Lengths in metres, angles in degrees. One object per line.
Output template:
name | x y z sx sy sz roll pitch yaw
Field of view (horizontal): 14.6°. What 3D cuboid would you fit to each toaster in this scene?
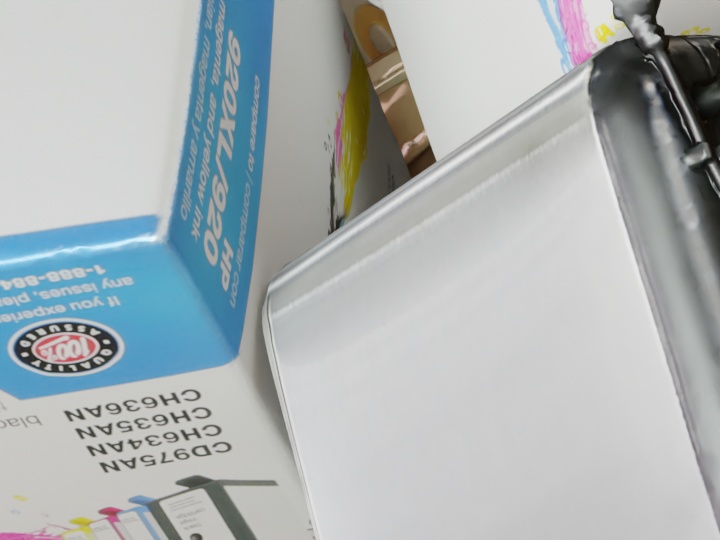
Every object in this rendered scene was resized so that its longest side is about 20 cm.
toaster | 0.090 0.047 0.570 0.119 0.180 0.201 -30 68 38

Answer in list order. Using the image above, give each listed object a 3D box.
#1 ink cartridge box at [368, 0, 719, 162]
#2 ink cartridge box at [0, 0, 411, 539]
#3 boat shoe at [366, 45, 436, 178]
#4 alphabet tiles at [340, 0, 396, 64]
ink cartridge box | 0.085 -0.103 0.627 0.200 0.128 0.126 126 132 -56
ink cartridge box | -0.074 0.004 0.656 0.200 0.147 0.145 64 -158 -51
boat shoe | 0.000 0.000 0.834 0.200 0.074 0.067 -44 59 36
alphabet tiles | -0.045 -0.079 0.925 0.200 0.015 0.196 54 153 1
